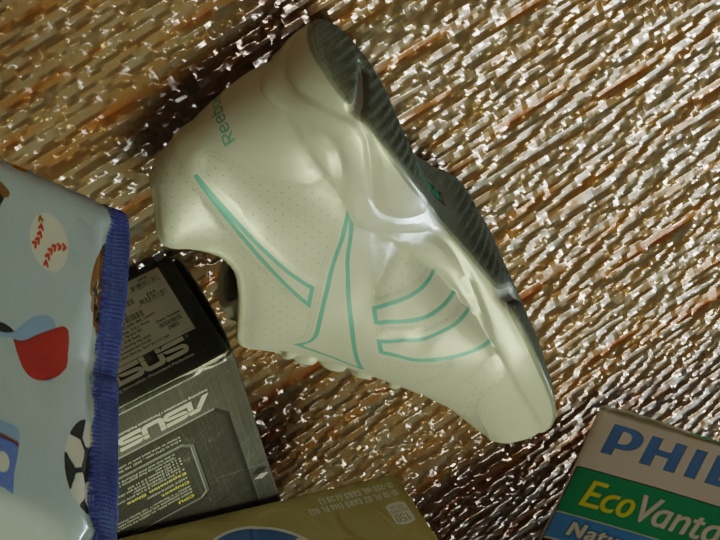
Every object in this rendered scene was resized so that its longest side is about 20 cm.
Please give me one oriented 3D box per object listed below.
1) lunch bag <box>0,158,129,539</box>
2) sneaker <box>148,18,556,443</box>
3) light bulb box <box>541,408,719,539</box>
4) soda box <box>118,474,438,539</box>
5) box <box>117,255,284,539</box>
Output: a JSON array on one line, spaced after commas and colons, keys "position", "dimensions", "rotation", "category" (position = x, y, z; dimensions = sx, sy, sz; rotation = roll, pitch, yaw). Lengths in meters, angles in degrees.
[{"position": [-0.186, 0.031, 0.708], "dimensions": [0.200, 0.124, 0.170], "rotation": [-11, 156, 32], "category": "lunch bag"}, {"position": [0.000, 0.000, 0.885], "dimensions": [0.080, 0.071, 0.200], "rotation": [-30, 138, 9], "category": "sneaker"}, {"position": [0.111, 0.198, 1.039], "dimensions": [0.198, 0.125, 0.200], "rotation": [84, 28, -49], "category": "light bulb box"}, {"position": [-0.065, 0.128, 0.885], "dimensions": [0.200, 0.068, 0.064], "rotation": [-10, 138, -30], "category": "soda box"}, {"position": [-0.122, 0.099, 0.907], "dimensions": [0.200, 0.048, 0.159], "rotation": [-27, 144, -9], "category": "box"}]
